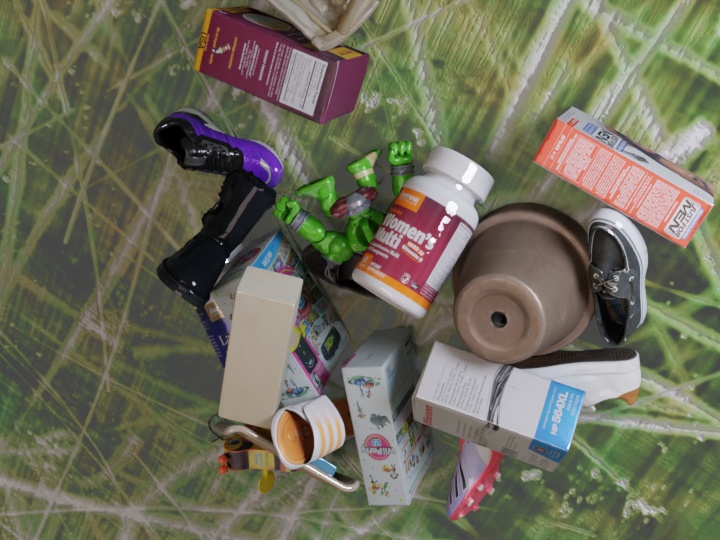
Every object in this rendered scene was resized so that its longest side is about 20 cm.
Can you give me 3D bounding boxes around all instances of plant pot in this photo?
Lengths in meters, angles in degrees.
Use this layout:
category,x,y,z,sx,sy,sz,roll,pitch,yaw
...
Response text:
category,x,y,z,sx,sy,sz,roll,pitch,yaw
plant pot,0.195,0.032,1.144,0.198,0.175,0.202,7,109,20

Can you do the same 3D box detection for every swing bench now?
category,x,y,z,sx,sy,sz,roll,pitch,yaw
swing bench,-0.051,-0.417,1.131,0.199,0.130,0.200,42,123,5

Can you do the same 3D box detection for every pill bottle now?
category,x,y,z,sx,sy,sz,roll,pitch,yaw
pill bottle,0.082,-0.049,1.163,0.109,0.110,0.201,30,87,12
pill bottle,-0.177,0.065,1.347,0.115,0.116,0.201,-23,95,28

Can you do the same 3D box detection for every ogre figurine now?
category,x,y,z,sx,sy,sz,roll,pitch,yaw
ogre figurine,-0.006,-0.082,1.231,0.199,0.098,0.121,-29,103,-16

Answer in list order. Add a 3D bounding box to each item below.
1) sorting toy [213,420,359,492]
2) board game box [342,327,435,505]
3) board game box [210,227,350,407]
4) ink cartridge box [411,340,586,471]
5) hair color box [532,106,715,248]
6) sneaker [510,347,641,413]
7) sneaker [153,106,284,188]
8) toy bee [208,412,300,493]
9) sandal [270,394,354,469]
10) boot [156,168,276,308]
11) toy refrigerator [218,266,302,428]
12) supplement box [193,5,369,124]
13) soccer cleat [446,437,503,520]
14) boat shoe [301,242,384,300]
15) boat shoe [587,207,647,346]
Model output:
category,x,y,z,sx,sy,sz,roll,pitch,yaw
sorting toy,-0.107,0.254,1.293,0.199,0.185,0.037,27,77,-9
board game box,0.042,0.200,1.271,0.064,0.148,0.202,-7,104,22
board game box,-0.108,0.065,1.279,0.064,0.148,0.201,-23,110,28
ink cartridge box,0.173,0.176,1.176,0.198,0.146,0.085,20,71,10
hair color box,0.313,-0.114,1.079,0.199,0.111,0.064,33,116,10
sneaker,0.268,0.152,1.208,0.198,0.073,0.086,-2,109,26
sneaker,-0.209,-0.161,1.295,0.199,0.099,0.070,26,117,13
toy bee,-0.168,0.290,1.425,0.198,0.109,0.132,-17,102,27
sandal,-0.043,0.202,1.230,0.059,0.206,0.080,-28,82,31
boot,-0.183,-0.051,1.192,0.076,0.200,0.169,36,98,-11
toy refrigerator,-0.129,0.100,1.181,0.075,0.070,0.202,13,121,1
supplement box,-0.103,-0.275,1.206,0.199,0.110,0.086,24,115,14
soccer cleat,0.164,0.269,1.305,0.076,0.066,0.201,41,122,31
boat shoe,0.000,0.000,1.282,0.198,0.057,0.068,13,114,19
boat shoe,0.308,0.013,1.104,0.068,0.057,0.201,15,144,37
